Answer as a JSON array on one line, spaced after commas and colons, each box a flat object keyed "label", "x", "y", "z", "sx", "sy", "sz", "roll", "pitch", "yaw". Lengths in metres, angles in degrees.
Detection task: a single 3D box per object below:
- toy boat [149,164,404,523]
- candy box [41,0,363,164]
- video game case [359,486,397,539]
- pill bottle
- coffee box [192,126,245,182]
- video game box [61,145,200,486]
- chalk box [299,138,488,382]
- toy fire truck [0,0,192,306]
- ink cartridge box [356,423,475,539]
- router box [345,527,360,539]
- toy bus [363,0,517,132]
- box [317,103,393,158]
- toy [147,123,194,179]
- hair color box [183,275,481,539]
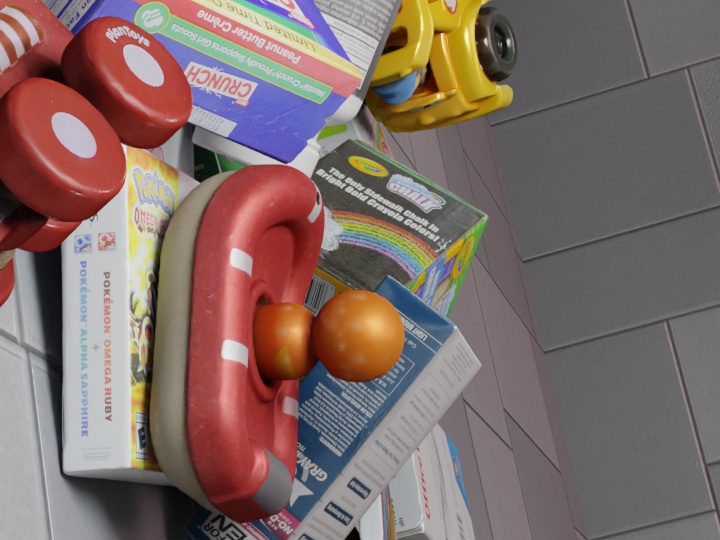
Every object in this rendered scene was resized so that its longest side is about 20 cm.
[{"label": "toy boat", "x": -0.039, "y": 0.037, "z": 0.963, "sx": 0.131, "sy": 0.130, "sz": 0.201, "roll": 54, "pitch": 35, "yaw": -65}, {"label": "candy box", "x": -0.112, "y": -0.170, "z": 0.984, "sx": 0.169, "sy": 0.077, "sz": 0.200, "roll": 21, "pitch": 30, "yaw": -42}, {"label": "video game case", "x": 0.017, "y": 0.214, "z": 1.257, "sx": 0.143, "sy": 0.017, "sz": 0.201, "roll": -93, "pitch": 176, "yaw": -51}, {"label": "pill bottle", "x": -0.036, "y": -0.161, "z": 1.112, "sx": 0.201, "sy": 0.110, "sz": 0.111, "roll": -68, "pitch": 166, "yaw": 1}, {"label": "coffee box", "x": -0.114, "y": -0.093, "z": 1.267, "sx": 0.123, "sy": 0.044, "sz": 0.201, "roll": -27, "pitch": 101, "yaw": -79}, {"label": "video game box", "x": -0.118, "y": 0.032, "z": 1.012, "sx": 0.200, "sy": 0.047, "sz": 0.183, "roll": 31, "pitch": 53, "yaw": -73}, {"label": "chalk box", "x": 0.000, "y": 0.000, "z": 1.218, "sx": 0.200, "sy": 0.125, "sz": 0.124, "roll": -37, "pitch": 153, "yaw": -51}, {"label": "toy fire truck", "x": -0.186, "y": -0.082, "z": 0.789, "sx": 0.168, "sy": 0.112, "sz": 0.200, "roll": 46, "pitch": 29, "yaw": -8}, {"label": "ink cartridge box", "x": 0.033, "y": 0.194, "z": 1.479, "sx": 0.200, "sy": 0.083, "sz": 0.146, "roll": 54, "pitch": 23, "yaw": -59}, {"label": "router box", "x": -0.034, "y": 0.243, "z": 1.176, "sx": 0.201, "sy": 0.051, "sz": 0.149, "roll": -92, "pitch": 162, "yaw": -44}, {"label": "toy bus", "x": 0.021, "y": -0.198, "z": 1.328, "sx": 0.192, "sy": 0.135, "sz": 0.201, "roll": -32, "pitch": 109, "yaw": -61}, {"label": "box", "x": -0.054, "y": -0.135, "z": 1.432, "sx": 0.101, "sy": 0.112, "sz": 0.201, "roll": -78, "pitch": 148, "yaw": -65}, {"label": "toy", "x": -0.161, "y": -0.105, "z": 1.038, "sx": 0.200, "sy": 0.047, "sz": 0.116, "roll": -21, "pitch": 113, "yaw": -71}, {"label": "hair color box", "x": -0.014, "y": 0.108, "z": 1.073, "sx": 0.060, "sy": 0.200, "sz": 0.100, "roll": 37, "pitch": -6, "yaw": 21}]
